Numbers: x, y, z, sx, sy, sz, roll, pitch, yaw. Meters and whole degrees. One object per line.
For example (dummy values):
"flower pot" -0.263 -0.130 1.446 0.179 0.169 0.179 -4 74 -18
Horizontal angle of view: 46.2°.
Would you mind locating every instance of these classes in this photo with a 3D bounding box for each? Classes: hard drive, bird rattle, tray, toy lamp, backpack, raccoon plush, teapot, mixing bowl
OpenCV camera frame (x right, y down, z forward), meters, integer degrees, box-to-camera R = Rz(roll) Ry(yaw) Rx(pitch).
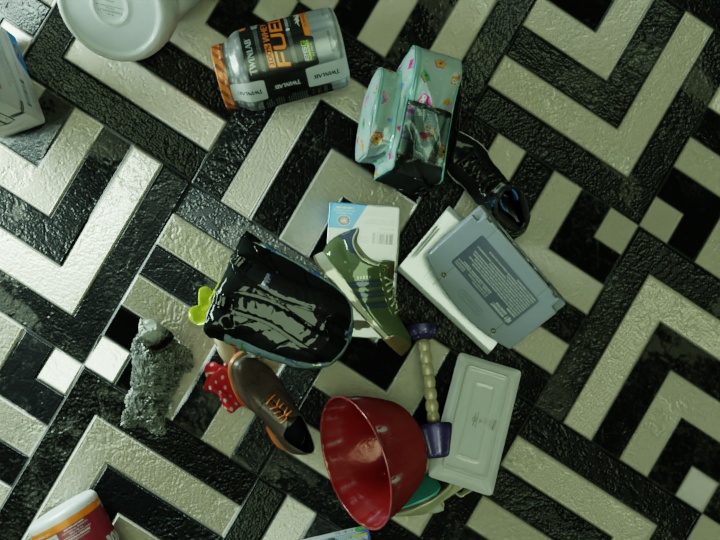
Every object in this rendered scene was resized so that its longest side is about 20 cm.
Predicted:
"hard drive" 0.172 0.015 1.350 0.199 0.025 0.132 42 89 -2
"bird rattle" -0.177 0.108 1.305 0.160 0.112 0.204 -18 94 -18
"tray" 0.180 0.236 1.319 0.105 0.022 0.204 16 73 5
"toy lamp" 0.108 0.186 1.309 0.057 0.058 0.205 -4 73 -2
"backpack" -0.103 0.062 1.223 0.196 0.154 0.166 17 74 10
"raccoon plush" -0.325 0.162 1.255 0.095 0.201 0.137 10 68 14
"teapot" -0.356 -0.426 1.275 0.195 0.147 0.200 -30 117 26
"backpack" 0.076 -0.234 1.273 0.150 0.176 0.204 21 85 -6
"mixing bowl" 0.032 0.275 1.280 0.107 0.199 0.205 -14 91 -30

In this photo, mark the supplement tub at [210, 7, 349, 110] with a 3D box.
"supplement tub" -0.122 -0.319 1.291 0.196 0.123 0.125 -16 91 -2

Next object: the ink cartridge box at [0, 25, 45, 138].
"ink cartridge box" -0.553 -0.289 1.235 0.083 0.200 0.149 -19 91 -2

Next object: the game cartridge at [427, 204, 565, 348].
"game cartridge" 0.201 0.016 1.296 0.133 0.042 0.200 -39 97 26

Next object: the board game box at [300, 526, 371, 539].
"board game box" -0.076 0.450 1.287 0.195 0.135 0.035 -12 95 -3

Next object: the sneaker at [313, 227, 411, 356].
"sneaker" 0.025 0.024 1.256 0.090 0.067 0.201 -42 89 4

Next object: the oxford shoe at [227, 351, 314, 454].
"oxford shoe" -0.128 0.201 1.278 0.071 0.072 0.201 -47 122 -22

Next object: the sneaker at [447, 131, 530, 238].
"sneaker" 0.199 -0.142 1.308 0.073 0.112 0.201 -38 91 -2

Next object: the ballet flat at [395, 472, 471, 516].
"ballet flat" 0.133 0.344 1.335 0.198 0.069 0.070 -32 91 -3

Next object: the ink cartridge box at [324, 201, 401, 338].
"ink cartridge box" 0.000 0.000 1.323 0.113 0.067 0.205 4 90 -2

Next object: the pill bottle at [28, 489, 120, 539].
"pill bottle" -0.412 0.451 1.287 0.111 0.113 0.203 -27 92 -2
